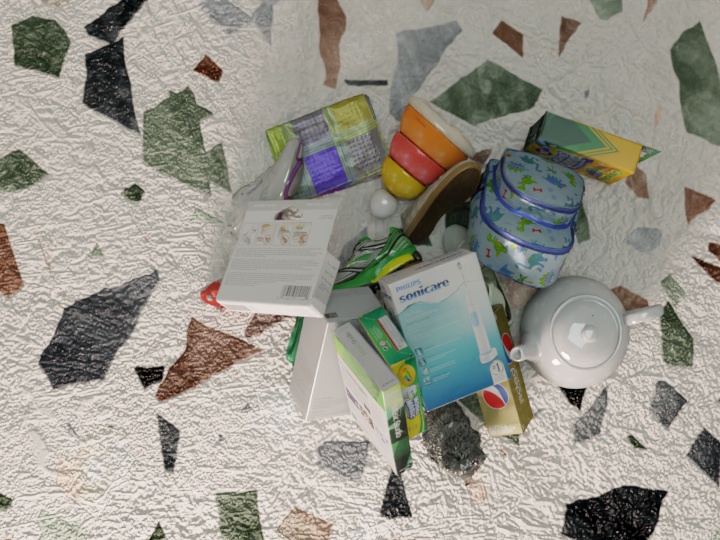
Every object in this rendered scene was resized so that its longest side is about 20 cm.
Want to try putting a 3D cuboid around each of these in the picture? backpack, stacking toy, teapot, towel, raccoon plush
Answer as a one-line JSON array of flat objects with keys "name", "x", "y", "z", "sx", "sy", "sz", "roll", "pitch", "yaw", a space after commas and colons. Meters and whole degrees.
[{"name": "backpack", "x": 0.262, "y": -0.088, "z": 1.362, "sx": 0.179, "sy": 0.149, "sz": 0.202, "roll": 20, "pitch": 43, "yaw": 0}, {"name": "stacking toy", "x": 0.080, "y": -0.172, "z": 1.426, "sx": 0.146, "sy": 0.146, "sz": 0.201, "roll": 41, "pitch": 100, "yaw": 1}, {"name": "teapot", "x": 0.362, "y": 0.100, "z": 1.399, "sx": 0.195, "sy": 0.146, "sz": 0.203, "roll": 30, "pitch": 86, "yaw": 0}, {"name": "towel", "x": -0.053, "y": -0.208, "z": 1.467, "sx": 0.196, "sy": 0.023, "sz": 0.147, "roll": -19, "pitch": 88, "yaw": -2}, {"name": "raccoon plush", "x": 0.131, "y": 0.250, "z": 1.390, "sx": 0.096, "sy": 0.134, "sz": 0.202, "roll": -33, "pitch": 88, "yaw": -2}]

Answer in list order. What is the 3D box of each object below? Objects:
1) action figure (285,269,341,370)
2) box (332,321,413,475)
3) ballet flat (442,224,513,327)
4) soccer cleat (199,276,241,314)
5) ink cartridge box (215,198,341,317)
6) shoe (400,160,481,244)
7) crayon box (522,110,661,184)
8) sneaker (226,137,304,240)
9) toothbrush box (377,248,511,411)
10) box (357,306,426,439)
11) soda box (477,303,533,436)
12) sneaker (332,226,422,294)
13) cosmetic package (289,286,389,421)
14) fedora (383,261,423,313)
[{"name": "action figure", "x": -0.072, "y": 0.094, "z": 1.434, "sx": 0.116, "sy": 0.055, "sz": 0.204, "roll": 22, "pitch": 83, "yaw": -2}, {"name": "box", "x": 0.020, "y": 0.192, "z": 1.278, "sx": 0.036, "sy": 0.203, "sz": 0.144, "roll": -28, "pitch": 46, "yaw": -17}, {"name": "ballet flat", "x": 0.205, "y": 0.009, "z": 1.440, "sx": 0.068, "sy": 0.069, "sz": 0.203, "roll": -27, "pitch": 88, "yaw": -3}, {"name": "soccer cleat", "x": -0.175, "y": 0.015, "z": 1.429, "sx": 0.196, "sy": 0.069, "sz": 0.087, "roll": -12, "pitch": 54, "yaw": 17}, {"name": "ink cartridge box", "x": -0.119, "y": -0.021, "z": 1.334, "sx": 0.197, "sy": 0.045, "sz": 0.180, "roll": 2, "pitch": 66, "yaw": 36}, {"name": "shoe", "x": 0.124, "y": -0.120, "z": 1.398, "sx": 0.069, "sy": 0.200, "sz": 0.054, "roll": 3, "pitch": 55, "yaw": -34}, {"name": "crayon box", "x": 0.380, "y": -0.197, "z": 1.425, "sx": 0.196, "sy": 0.126, "sz": 0.053, "roll": 19, "pitch": 87, "yaw": 0}, {"name": "sneaker", "x": -0.160, "y": -0.133, "z": 1.424, "sx": 0.098, "sy": 0.075, "sz": 0.203, "roll": 27, "pitch": 98, "yaw": 10}, {"name": "toothbrush box", "x": 0.126, "y": 0.087, "z": 1.299, "sx": 0.144, "sy": 0.085, "sz": 0.204, "roll": -20, "pitch": 99, "yaw": -9}, {"name": "box", "x": 0.051, "y": 0.168, "z": 1.300, "sx": 0.047, "sy": 0.203, "sz": 0.118, "roll": -21, "pitch": 43, "yaw": -14}, {"name": "soda box", "x": 0.222, "y": 0.164, "z": 1.402, "sx": 0.063, "sy": 0.068, "sz": 0.204, "roll": -11, "pitch": 101, "yaw": 30}, {"name": "sneaker", "x": 0.000, "y": 0.000, "z": 1.406, "sx": 0.197, "sy": 0.078, "sz": 0.086, "roll": -27, "pitch": 69, "yaw": -15}, {"name": "cosmetic package", "x": -0.037, "y": 0.132, "z": 1.355, "sx": 0.111, "sy": 0.081, "sz": 0.204, "roll": -3, "pitch": 124, "yaw": -29}, {"name": "fedora", "x": 0.096, "y": 0.088, "z": 1.409, "sx": 0.197, "sy": 0.081, "sz": 0.206, "roll": 6, "pitch": 81, "yaw": -37}]
